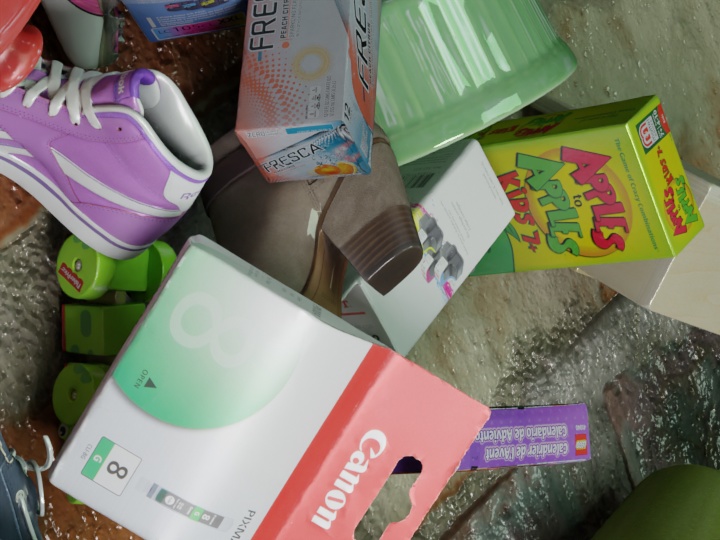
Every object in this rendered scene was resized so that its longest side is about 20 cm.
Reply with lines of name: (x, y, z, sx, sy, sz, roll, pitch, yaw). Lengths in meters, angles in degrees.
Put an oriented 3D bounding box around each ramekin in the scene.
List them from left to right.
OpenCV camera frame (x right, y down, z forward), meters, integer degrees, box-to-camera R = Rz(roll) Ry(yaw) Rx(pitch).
ramekin: (0.033, -0.138, 1.269, 0.200, 0.200, 0.098, -35, 104, -44)

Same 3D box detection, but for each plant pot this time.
plant pot: (0.237, 0.250, 1.475, 0.190, 0.199, 0.201, -49, 121, -53)

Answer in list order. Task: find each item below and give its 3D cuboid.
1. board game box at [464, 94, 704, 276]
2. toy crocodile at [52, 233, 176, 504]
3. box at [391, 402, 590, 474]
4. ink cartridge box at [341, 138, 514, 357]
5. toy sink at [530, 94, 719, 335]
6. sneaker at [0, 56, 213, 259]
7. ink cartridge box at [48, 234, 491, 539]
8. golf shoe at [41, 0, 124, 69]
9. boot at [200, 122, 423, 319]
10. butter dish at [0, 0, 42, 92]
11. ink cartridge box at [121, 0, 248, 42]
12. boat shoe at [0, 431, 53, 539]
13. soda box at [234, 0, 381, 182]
board game box: (0.132, -0.056, 1.359, 0.048, 0.200, 0.102, -40, 114, -42)
toy crocodile: (-0.153, 0.040, 1.148, 0.067, 0.062, 0.201, 4, 87, -48)
box: (0.026, 0.110, 1.224, 0.137, 0.200, 0.039, 1, 83, -47)
ink cartridge box: (0.000, 0.000, 1.271, 0.200, 0.115, 0.068, -50, 122, -38)
toy sink: (0.209, -0.041, 1.493, 0.130, 0.200, 0.112, 17, 103, -47)
sneaker: (-0.170, -0.100, 1.067, 0.200, 0.114, 0.073, 34, 47, -16)
ink cartridge box: (-0.050, 0.098, 1.083, 0.200, 0.050, 0.161, 31, 101, -3)
golf shoe: (-0.196, -0.206, 1.126, 0.092, 0.073, 0.201, -18, 118, -5)
boot: (-0.060, -0.016, 1.162, 0.200, 0.146, 0.070, -35, 148, -3)
butter dish: (-0.221, -0.151, 0.982, 0.148, 0.200, 0.200, 49, 53, -33)
ink cartridge box: (-0.116, -0.223, 1.106, 0.200, 0.076, 0.137, 56, 22, -81)
boat shoe: (-0.204, 0.133, 1.062, 0.062, 0.075, 0.201, -25, 106, -44)
soda box: (-0.027, -0.154, 1.148, 0.064, 0.068, 0.201, 58, 31, -59)
